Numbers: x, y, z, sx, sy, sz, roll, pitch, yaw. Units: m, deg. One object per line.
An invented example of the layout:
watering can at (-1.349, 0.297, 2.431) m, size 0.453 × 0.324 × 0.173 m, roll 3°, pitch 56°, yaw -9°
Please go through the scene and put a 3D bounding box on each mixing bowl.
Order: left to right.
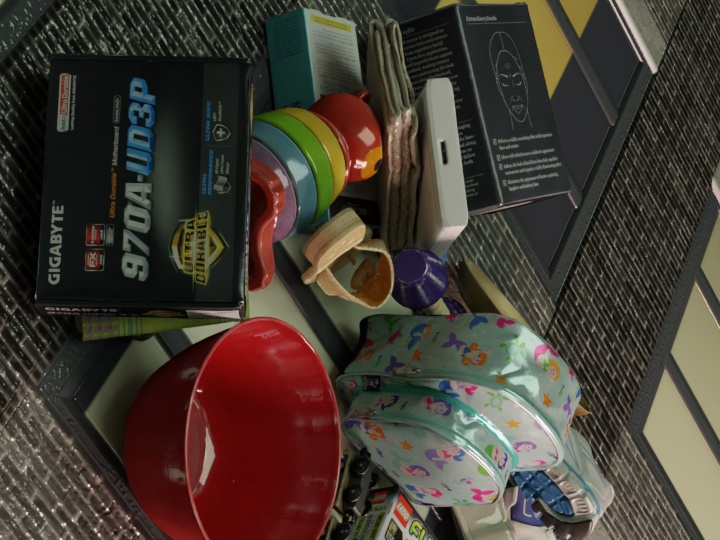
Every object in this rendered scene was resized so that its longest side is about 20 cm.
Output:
mixing bowl at (-0.114, 0.137, 1.502) m, size 0.200 × 0.108 × 0.202 m, roll 6°, pitch 83°, yaw -56°

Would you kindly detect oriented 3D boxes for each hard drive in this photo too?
hard drive at (0.063, -0.084, 1.745) m, size 0.200 × 0.026 × 0.133 m, roll 120°, pitch -36°, yaw -79°

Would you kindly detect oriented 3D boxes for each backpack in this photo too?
backpack at (0.091, 0.121, 1.731) m, size 0.178 × 0.199 × 0.151 m, roll 49°, pitch 46°, yaw -36°

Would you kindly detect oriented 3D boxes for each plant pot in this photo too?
plant pot at (0.157, 0.072, 1.916) m, size 0.200 × 0.027 × 0.200 m, roll 50°, pitch 6°, yaw -7°

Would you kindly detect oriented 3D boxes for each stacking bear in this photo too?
stacking bear at (-0.055, -0.089, 1.642) m, size 0.200 × 0.113 × 0.122 m, roll -34°, pitch 147°, yaw -42°

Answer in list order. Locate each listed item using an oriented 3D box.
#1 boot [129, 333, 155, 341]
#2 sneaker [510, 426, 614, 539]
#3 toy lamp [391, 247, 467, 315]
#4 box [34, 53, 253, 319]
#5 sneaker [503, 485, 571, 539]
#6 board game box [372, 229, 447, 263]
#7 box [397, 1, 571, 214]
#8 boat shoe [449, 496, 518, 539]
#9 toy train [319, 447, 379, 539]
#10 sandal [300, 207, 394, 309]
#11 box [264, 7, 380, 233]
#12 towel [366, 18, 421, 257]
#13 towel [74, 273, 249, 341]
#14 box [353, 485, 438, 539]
boot at (-0.163, -0.045, 1.535) m, size 0.073 × 0.075 × 0.201 m, roll 24°, pitch 61°, yaw -51°
sneaker at (0.172, 0.162, 1.851) m, size 0.201 × 0.075 × 0.087 m, roll 55°, pitch 39°, yaw 6°
toy lamp at (0.061, 0.023, 1.783) m, size 0.200 × 0.058 × 0.059 m, roll 61°, pitch 26°, yaw -71°
box at (-0.163, -0.064, 1.465) m, size 0.046 × 0.158 × 0.201 m, roll 93°, pitch -1°, yaw -75°
sneaker at (0.214, 0.308, 1.918) m, size 0.080 × 0.115 × 0.201 m, roll 2°, pitch 77°, yaw -56°
board game box at (0.061, -0.080, 1.916) m, size 0.103 × 0.019 × 0.201 m, roll 45°, pitch 45°, yaw -36°
box at (0.111, -0.156, 1.903) m, size 0.148 × 0.107 × 0.201 m, roll -11°, pitch 89°, yaw -56°
boat shoe at (0.108, 0.225, 1.860) m, size 0.072 × 0.063 × 0.201 m, roll -6°, pitch 69°, yaw -21°
toy train at (-0.027, 0.241, 1.660) m, size 0.034 × 0.046 × 0.201 m, roll 58°, pitch 40°, yaw -44°
sandal at (-0.005, 0.004, 1.673) m, size 0.070 × 0.077 × 0.212 m, roll 51°, pitch -3°, yaw 8°
box at (-0.035, -0.135, 1.769) m, size 0.082 × 0.049 × 0.201 m, roll 7°, pitch 74°, yaw -54°
towel at (0.029, -0.122, 1.758) m, size 0.201 × 0.034 × 0.133 m, roll 92°, pitch -10°, yaw -54°
towel at (-0.162, -0.050, 1.502) m, size 0.023 × 0.143 × 0.201 m, roll 101°, pitch -18°, yaw -79°
box at (0.055, 0.306, 1.762) m, size 0.200 × 0.035 × 0.110 m, roll 56°, pitch 39°, yaw -28°
